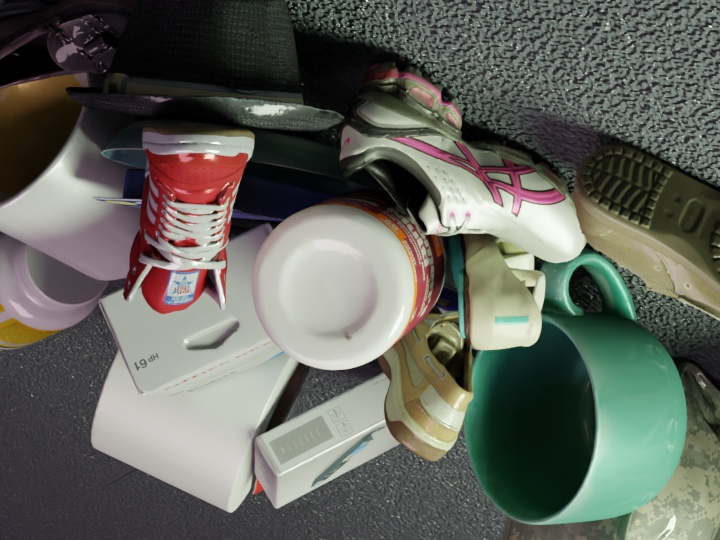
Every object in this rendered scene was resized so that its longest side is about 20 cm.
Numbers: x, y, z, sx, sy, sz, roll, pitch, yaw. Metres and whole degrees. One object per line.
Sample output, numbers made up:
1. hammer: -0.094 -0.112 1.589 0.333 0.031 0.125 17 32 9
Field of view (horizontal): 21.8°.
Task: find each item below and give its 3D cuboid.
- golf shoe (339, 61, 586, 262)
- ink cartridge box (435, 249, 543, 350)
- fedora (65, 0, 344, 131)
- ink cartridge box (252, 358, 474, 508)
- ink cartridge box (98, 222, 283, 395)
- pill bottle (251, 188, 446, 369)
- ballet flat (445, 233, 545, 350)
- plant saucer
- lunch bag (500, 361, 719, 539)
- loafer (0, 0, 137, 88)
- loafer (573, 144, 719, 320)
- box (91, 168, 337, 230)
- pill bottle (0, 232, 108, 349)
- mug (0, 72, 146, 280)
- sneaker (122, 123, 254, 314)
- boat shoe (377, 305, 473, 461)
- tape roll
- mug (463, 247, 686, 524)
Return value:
1. golf shoe: 0.068 -0.052 1.276 0.200 0.092 0.073 33 154 -19
2. ink cartridge box: 0.091 0.029 1.494 0.200 0.037 0.095 26 156 9
3. fedora: -0.099 -0.144 1.230 0.200 0.092 0.201 6 -175 -1
4. ink cartridge box: 0.002 0.145 1.642 0.045 0.200 0.176 59 165 18
5. ink cartridge box: -0.105 0.034 1.460 0.200 0.144 0.085 33 -148 -85
6. pill bottle: 0.000 0.000 1.302 0.109 0.110 0.200 23 -168 8
7. ballet flat: 0.097 0.006 1.328 0.069 0.070 0.200 32 -163 -12
8. plant saucer: -0.089 -0.083 1.373 0.199 0.028 0.200 8 176 1
9. lunch bag: 0.205 0.185 1.488 0.118 0.200 0.164 39 153 -26
10. loafer: -0.213 -0.164 1.376 0.200 0.063 0.072 0 146 47
11. loafer: 0.227 -0.011 1.223 0.200 0.076 0.067 35 159 7
12. box: -0.091 -0.051 1.414 0.121 0.033 0.200 5 177 41
13. pill bottle: -0.309 0.007 1.776 0.112 0.113 0.200 35 156 -19
14. mug: -0.217 -0.083 1.492 0.149 0.187 0.153 -27 133 27
15. sneaker: -0.110 -0.030 1.185 0.071 0.113 0.200 6 175 -7
16. boat shoe: 0.058 0.060 1.390 0.072 0.076 0.200 29 -158 -20
17. tape roll: -0.132 0.096 1.659 0.139 0.203 0.203 25 157 5
18. mug: 0.171 0.094 1.366 0.114 0.185 0.152 2 -142 -36
